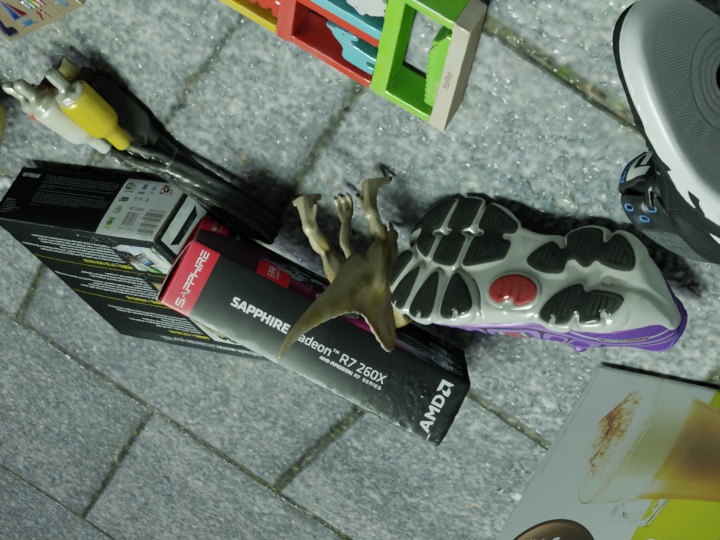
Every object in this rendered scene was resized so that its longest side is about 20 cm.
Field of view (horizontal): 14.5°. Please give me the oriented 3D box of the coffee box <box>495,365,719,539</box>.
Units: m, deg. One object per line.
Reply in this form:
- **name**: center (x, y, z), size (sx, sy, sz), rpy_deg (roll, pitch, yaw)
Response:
- **coffee box**: center (0.210, 0.206, 1.704), size (0.197, 0.200, 0.200), rpy_deg (11, 152, 46)

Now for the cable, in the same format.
- **cable**: center (-0.144, -0.070, 1.818), size (0.200, 0.050, 0.097), rpy_deg (41, 161, -23)

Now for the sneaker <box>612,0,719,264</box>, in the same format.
- **sneaker**: center (0.152, -0.057, 1.363), size (0.112, 0.073, 0.200), rpy_deg (6, 149, 48)

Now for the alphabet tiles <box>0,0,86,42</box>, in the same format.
- **alphabet tiles**: center (-0.270, -0.201, 1.767), size (0.167, 0.008, 0.200), rpy_deg (39, 160, -18)

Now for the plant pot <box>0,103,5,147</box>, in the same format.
- **plant pot**: center (-0.350, -0.088, 1.906), size (0.188, 0.202, 0.201), rpy_deg (24, 164, -20)

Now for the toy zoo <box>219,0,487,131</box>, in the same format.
- **toy zoo**: center (-0.030, -0.154, 1.490), size (0.200, 0.021, 0.131), rpy_deg (31, 160, 7)

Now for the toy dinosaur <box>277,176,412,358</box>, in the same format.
- **toy dinosaur**: center (0.000, 0.000, 1.673), size (0.058, 0.102, 0.200), rpy_deg (-15, 177, 18)

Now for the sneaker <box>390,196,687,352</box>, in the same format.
- **sneaker**: center (0.099, 0.017, 1.620), size (0.200, 0.081, 0.083), rpy_deg (15, 162, 44)

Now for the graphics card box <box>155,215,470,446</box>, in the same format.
- **graphics card box**: center (-0.028, 0.036, 1.795), size (0.199, 0.051, 0.125), rpy_deg (29, -173, -3)

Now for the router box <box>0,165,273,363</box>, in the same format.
- **router box**: center (-0.145, -0.005, 1.969), size (0.200, 0.051, 0.149), rpy_deg (9, 151, 49)
